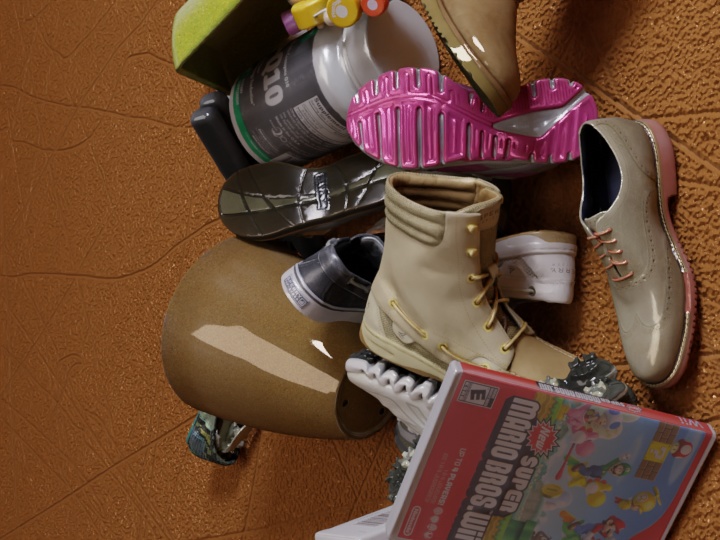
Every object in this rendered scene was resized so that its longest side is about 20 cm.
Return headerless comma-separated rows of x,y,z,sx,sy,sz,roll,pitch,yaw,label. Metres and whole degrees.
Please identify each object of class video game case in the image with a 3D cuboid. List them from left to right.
0.132,0.148,0.909,0.017,0.198,0.144,-104,31,-63,video game case

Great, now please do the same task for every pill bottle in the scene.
-0.026,-0.176,1.235,0.199,0.112,0.114,-21,70,45,pill bottle

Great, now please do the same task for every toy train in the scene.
0.001,-0.268,1.162,0.056,0.150,0.200,63,163,-19,toy train

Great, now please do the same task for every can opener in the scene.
-0.100,-0.095,1.319,0.066,0.201,0.053,-16,34,30,can opener

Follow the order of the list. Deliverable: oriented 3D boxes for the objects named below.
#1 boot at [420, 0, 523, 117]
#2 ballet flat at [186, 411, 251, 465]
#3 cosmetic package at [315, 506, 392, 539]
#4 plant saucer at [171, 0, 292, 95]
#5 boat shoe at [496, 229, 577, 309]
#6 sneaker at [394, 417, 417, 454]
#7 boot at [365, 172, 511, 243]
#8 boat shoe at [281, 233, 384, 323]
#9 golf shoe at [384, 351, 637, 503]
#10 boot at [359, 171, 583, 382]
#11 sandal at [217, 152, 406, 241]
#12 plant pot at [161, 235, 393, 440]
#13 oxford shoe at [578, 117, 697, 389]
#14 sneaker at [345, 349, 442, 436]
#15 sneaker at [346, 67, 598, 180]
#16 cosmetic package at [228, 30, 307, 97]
0.142,-0.227,0.952,0.199,0.066,0.176,-33,51,11,boot
-0.134,0.129,1.436,0.074,0.074,0.202,47,127,47,ballet flat
0.040,0.301,1.065,0.071,0.101,0.202,-11,91,56,cosmetic package
-0.095,-0.264,1.234,0.200,0.200,0.048,-45,84,7,plant saucer
0.098,0.017,1.078,0.199,0.070,0.070,-15,74,53,boat shoe
0.054,0.116,1.138,0.081,0.073,0.202,-47,48,48,sneaker
0.075,-0.065,1.144,0.199,0.074,0.098,-11,57,60,boot
0.000,0.000,1.149,0.068,0.200,0.072,-40,75,18,boat shoe
0.115,0.142,0.954,0.199,0.088,0.077,-25,28,16,golf shoe
0.099,0.017,0.988,0.198,0.073,0.157,21,123,21,boot
-0.044,-0.069,1.258,0.198,0.055,0.082,-12,62,14,sandal
-0.056,0.081,1.235,0.199,0.185,0.188,21,105,41,plant pot
0.190,-0.014,0.939,0.071,0.073,0.202,-26,66,52,oxford shoe
0.070,0.123,1.046,0.199,0.075,0.082,24,111,23,sneaker
0.088,-0.107,1.026,0.198,0.088,0.082,7,83,12,sneaker
-0.127,-0.250,1.439,0.200,0.071,0.102,50,127,45,cosmetic package
